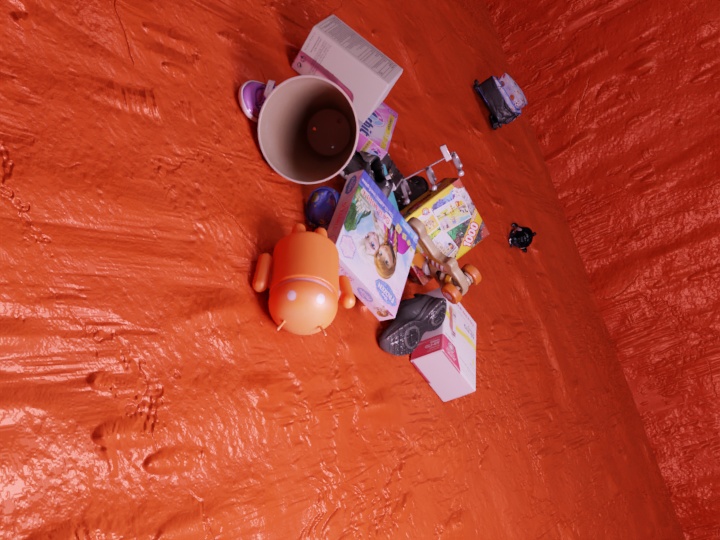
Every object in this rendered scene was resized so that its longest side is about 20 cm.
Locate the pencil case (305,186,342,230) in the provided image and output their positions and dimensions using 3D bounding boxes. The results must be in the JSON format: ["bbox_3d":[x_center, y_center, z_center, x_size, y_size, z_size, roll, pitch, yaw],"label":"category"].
[{"bbox_3d":[-0.024,-0.094,1.534,0.199,0.078,0.087,25,18,-53],"label":"pencil case"}]

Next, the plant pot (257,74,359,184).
[{"bbox_3d":[-0.080,-0.263,1.493,0.189,0.185,0.200,64,11,-4],"label":"plant pot"}]

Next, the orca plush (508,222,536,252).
[{"bbox_3d":[0.546,-0.123,2.625,0.199,0.070,0.107,11,59,-59],"label":"orca plush"}]

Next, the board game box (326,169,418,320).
[{"bbox_3d":[0.021,-0.047,1.474,0.200,0.041,0.202,46,47,-34],"label":"board game box"}]

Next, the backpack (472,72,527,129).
[{"bbox_3d":[0.528,-0.635,2.933,0.202,0.153,0.190,64,16,3],"label":"backpack"}]

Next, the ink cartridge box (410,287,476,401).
[{"bbox_3d":[0.184,0.155,1.715,0.145,0.083,0.202,49,31,-30],"label":"ink cartridge box"}]

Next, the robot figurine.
[{"bbox_3d":[-0.089,0.019,1.282,0.144,0.115,0.202,43,35,-39],"label":"robot figurine"}]

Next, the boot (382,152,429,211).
[{"bbox_3d":[0.085,-0.225,1.856,0.175,0.069,0.201,55,30,-22],"label":"boot"}]

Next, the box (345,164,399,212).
[{"bbox_3d":[0.035,-0.122,1.664,0.049,0.081,0.203,10,59,-59],"label":"box"}]

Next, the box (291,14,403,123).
[{"bbox_3d":[-0.027,-0.433,1.691,0.199,0.109,0.128,38,34,-2],"label":"box"}]

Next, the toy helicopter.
[{"bbox_3d":[0.152,-0.027,1.637,0.079,0.132,0.201,-41,108,-17],"label":"toy helicopter"}]

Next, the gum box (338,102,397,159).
[{"bbox_3d":[0.011,-0.322,1.762,0.113,0.066,0.201,33,36,-14],"label":"gum box"}]

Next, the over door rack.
[{"bbox_3d":[0.143,-0.203,1.703,0.067,0.146,0.200,63,14,3],"label":"over door rack"}]

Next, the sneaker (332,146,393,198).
[{"bbox_3d":[0.001,-0.216,1.617,0.066,0.091,0.201,-14,60,-50],"label":"sneaker"}]

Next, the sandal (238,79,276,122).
[{"bbox_3d":[-0.164,-0.328,1.497,0.083,0.049,0.202,65,27,-1],"label":"sandal"}]

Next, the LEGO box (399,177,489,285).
[{"bbox_3d":[0.163,-0.088,1.750,0.150,0.199,0.077,57,-14,-17],"label":"LEGO box"}]

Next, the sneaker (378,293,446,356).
[{"bbox_3d":[0.093,0.107,1.605,0.199,0.090,0.077,-29,130,-45],"label":"sneaker"}]
